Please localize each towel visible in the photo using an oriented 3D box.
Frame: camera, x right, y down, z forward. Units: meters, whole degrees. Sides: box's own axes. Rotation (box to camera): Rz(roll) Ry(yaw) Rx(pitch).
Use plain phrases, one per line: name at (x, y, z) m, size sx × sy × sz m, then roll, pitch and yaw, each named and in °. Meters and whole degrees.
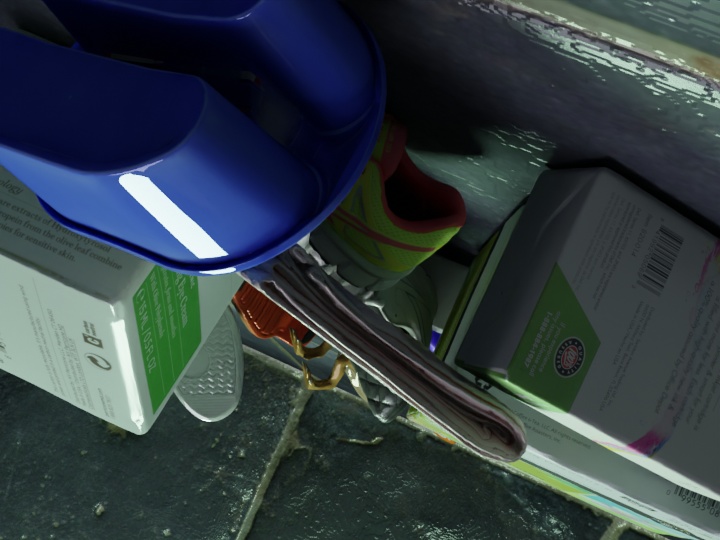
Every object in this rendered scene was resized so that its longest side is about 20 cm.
towel at (-0.023, 0.014, 0.612) m, size 0.191 × 0.032 × 0.200 m, roll 40°, pitch 177°, yaw -35°

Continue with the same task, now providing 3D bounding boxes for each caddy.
caddy at (-0.084, -0.079, 0.512) m, size 0.199 × 0.142 × 0.105 m, roll 20°, pitch 166°, yaw 35°

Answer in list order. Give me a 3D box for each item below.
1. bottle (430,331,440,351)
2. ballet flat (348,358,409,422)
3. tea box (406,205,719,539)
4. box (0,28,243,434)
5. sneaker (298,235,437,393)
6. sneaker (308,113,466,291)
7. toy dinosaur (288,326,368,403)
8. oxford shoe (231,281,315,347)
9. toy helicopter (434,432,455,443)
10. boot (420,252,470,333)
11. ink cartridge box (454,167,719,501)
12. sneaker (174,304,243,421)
bottle at (0.071, 0.059, 1.085) m, size 0.083 × 0.066 × 0.200 m, roll 32°, pitch 170°, yaw -6°
ballet flat at (-0.022, 0.041, 0.922) m, size 0.066 × 0.057 × 0.200 m, roll 27°, pitch -167°, yaw -48°
tea box at (0.151, 0.074, 0.754) m, size 0.199 × 0.135 × 0.197 m, roll 25°, pitch 171°, yaw 2°
box at (-0.206, -0.025, 0.855) m, size 0.198 × 0.172 × 0.200 m, roll 23°, pitch 148°, yaw 10°
sneaker at (0.000, 0.000, 0.770) m, size 0.074 × 0.088 × 0.200 m, roll -26°, pitch 127°, yaw 18°
sneaker at (-0.018, -0.071, 0.637) m, size 0.200 × 0.079 × 0.090 m, roll 37°, pitch 140°, yaw -30°
toy dinosaur at (-0.005, 0.079, 1.070) m, size 0.061 × 0.105 × 0.202 m, roll -124°, pitch 24°, yaw -53°
oxford shoe at (-0.094, 0.020, 1.062) m, size 0.072 × 0.072 × 0.200 m, roll 30°, pitch 171°, yaw 20°
toy helicopter at (0.141, 0.170, 1.496) m, size 0.132 × 0.079 × 0.200 m, roll 27°, pitch 160°, yaw 33°
boot at (0.006, -0.003, 0.898) m, size 0.199 × 0.074 × 0.096 m, roll 30°, pitch 170°, yaw -12°
ink cartridge box at (0.163, 0.044, 0.608) m, size 0.199 × 0.118 × 0.067 m, roll 29°, pitch 172°, yaw -18°
sneaker at (-0.147, 0.036, 1.036) m, size 0.118 × 0.073 × 0.202 m, roll 72°, pitch 177°, yaw -81°
